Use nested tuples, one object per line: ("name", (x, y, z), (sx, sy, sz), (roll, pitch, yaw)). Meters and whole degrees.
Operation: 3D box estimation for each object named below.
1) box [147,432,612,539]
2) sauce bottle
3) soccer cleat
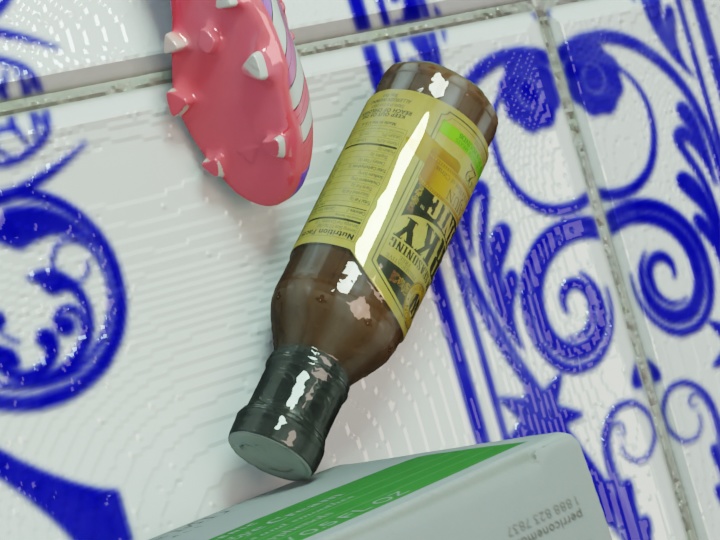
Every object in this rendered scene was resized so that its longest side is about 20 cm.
("box", (-0.005, 0.190, 0.784), (0.199, 0.171, 0.200), (-19, 91, -36))
("sauce bottle", (0.000, 0.000, 0.895), (0.065, 0.065, 0.200), (37, 63, -24))
("soccer cleat", (-0.059, -0.129, 0.883), (0.076, 0.067, 0.200), (-30, 100, -52))
